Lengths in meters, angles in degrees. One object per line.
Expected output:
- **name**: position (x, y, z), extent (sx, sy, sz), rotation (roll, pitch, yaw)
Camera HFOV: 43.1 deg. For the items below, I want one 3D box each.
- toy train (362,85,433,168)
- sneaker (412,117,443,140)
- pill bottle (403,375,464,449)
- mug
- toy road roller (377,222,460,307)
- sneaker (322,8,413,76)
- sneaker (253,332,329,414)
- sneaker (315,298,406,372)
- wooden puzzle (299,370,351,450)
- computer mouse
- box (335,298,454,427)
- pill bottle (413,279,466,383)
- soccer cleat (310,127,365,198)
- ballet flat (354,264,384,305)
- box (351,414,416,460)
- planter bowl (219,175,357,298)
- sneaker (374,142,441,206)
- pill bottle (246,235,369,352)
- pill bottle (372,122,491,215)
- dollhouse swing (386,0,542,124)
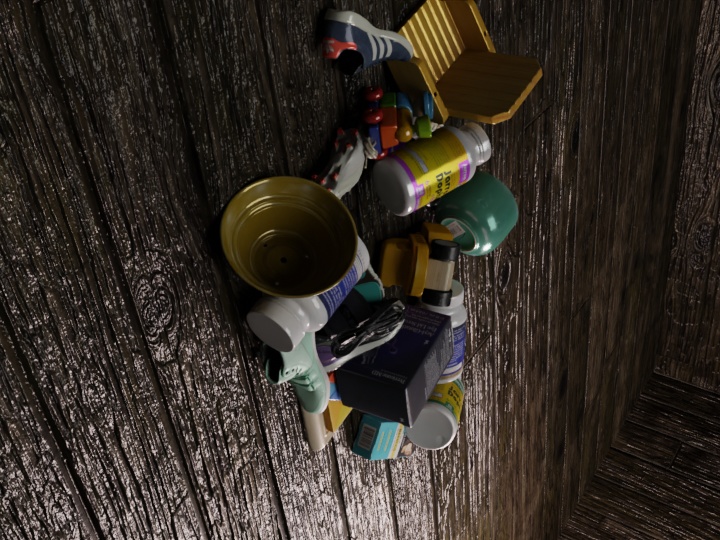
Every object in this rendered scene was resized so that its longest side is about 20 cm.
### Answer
- **toy train**: position (0.063, -0.222, 1.462), extent (0.201, 0.114, 0.085), rotation (-89, 171, -50)
- **sneaker**: position (0.135, -0.252, 1.677), extent (0.075, 0.081, 0.201), rotation (-56, 145, -22)
- **pill bottle**: position (0.161, 0.277, 1.934), extent (0.200, 0.112, 0.114), rotation (-63, 158, -61)
- **mug**: position (0.228, -0.095, 1.843), extent (0.114, 0.151, 0.186), rotation (-47, 142, -31)
- **toy road roller**: position (0.103, -0.019, 1.742), extent (0.200, 0.144, 0.124), rotation (-102, -159, -74)
- **sneaker**: position (0.007, -0.341, 1.428), extent (0.199, 0.075, 0.085), rotation (8, 98, -50)
- **sneaker**: position (-0.116, 0.173, 1.495), extent (0.118, 0.073, 0.202), rotation (-45, 131, -48)
- **sneaker**: position (-0.008, 0.094, 1.584), extent (0.199, 0.076, 0.088), rotation (-32, 128, -16)
- **wooden puzzle**: position (-0.036, 0.211, 1.687), extent (0.200, 0.037, 0.186), rotation (-45, 141, -38)
- **computer mouse**: position (-0.027, 0.060, 1.484), extent (0.138, 0.200, 0.053), rotation (-31, 118, -16)
- **box**: position (0.067, 0.166, 1.667), extent (0.200, 0.147, 0.105), rotation (-54, 147, -40)
- **pill bottle**: position (0.161, 0.123, 1.887), extent (0.115, 0.115, 0.202), rotation (-34, 133, -47)
- **soccer cleat**: position (-0.041, -0.140, 1.459), extent (0.201, 0.069, 0.078), rotation (-61, 146, -24)
- **ballet flat**: position (0.000, 0.000, 1.611), extent (0.072, 0.071, 0.201), rotation (-54, 148, -27)
- **box**: position (0.060, 0.346, 1.905), extent (0.199, 0.049, 0.083), rotation (14, 94, -60)
- **planter bowl**: position (-0.108, -0.032, 1.331), extent (0.201, 0.199, 0.084), rotation (-52, 172, -29)
- **sneaker**: position (0.098, -0.179, 1.632), extent (0.070, 0.099, 0.200), rotation (-64, 150, -17)
- **pill bottle**: position (-0.084, 0.025, 1.424), extent (0.201, 0.119, 0.120), rotation (-53, 145, -30)
- **pill bottle**: position (0.124, -0.178, 1.543), extent (0.199, 0.104, 0.105), rotation (-30, 133, -23)
- **dollhouse swing**: position (0.183, -0.367, 1.554), extent (0.200, 0.175, 0.183), rotation (-51, 127, -30)
